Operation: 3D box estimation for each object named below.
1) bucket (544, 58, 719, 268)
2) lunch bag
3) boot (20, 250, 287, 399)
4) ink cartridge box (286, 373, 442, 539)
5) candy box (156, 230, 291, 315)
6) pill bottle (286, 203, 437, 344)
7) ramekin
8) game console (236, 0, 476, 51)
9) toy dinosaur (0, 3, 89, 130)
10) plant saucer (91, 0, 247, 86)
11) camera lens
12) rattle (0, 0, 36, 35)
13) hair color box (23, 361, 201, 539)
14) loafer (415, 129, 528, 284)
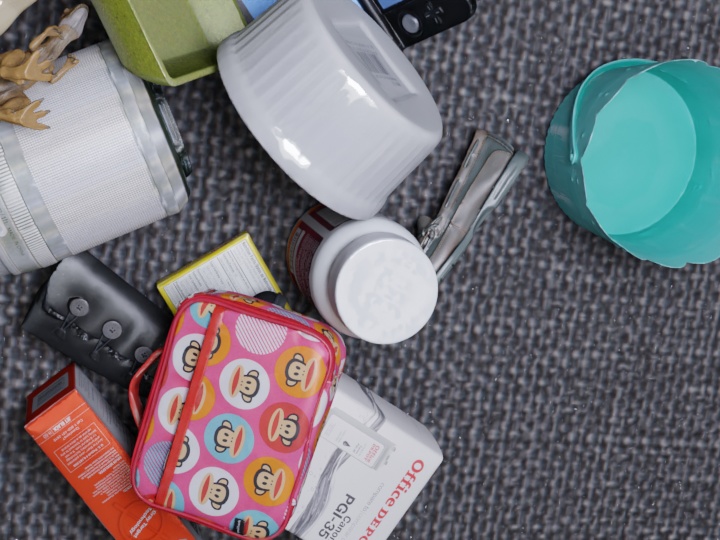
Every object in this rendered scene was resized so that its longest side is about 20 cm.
[{"bbox_3d":[0.286,-0.111,1.174,0.205,0.135,0.209,-3,102,-14],"label":"bucket"},{"bbox_3d":[-0.118,0.120,1.046,0.175,0.082,0.202,18,96,7],"label":"lunch bag"},{"bbox_3d":[-0.190,0.038,1.106,0.199,0.066,0.165,36,96,-6],"label":"boot"},{"bbox_3d":[-0.041,0.173,1.148,0.199,0.083,0.147,34,95,-16],"label":"ink cartridge box"},{"bbox_3d":[-0.107,0.072,1.168,0.102,0.026,0.201,-30,106,-6],"label":"candy box"},{"bbox_3d":[0.000,0.000,1.090,0.108,0.200,0.111,-3,102,-13],"label":"pill bottle"},{"bbox_3d":[-0.020,-0.152,1.024,0.098,0.201,0.200,-39,109,21],"label":"ramekin"},{"bbox_3d":[-0.024,-0.268,1.081,0.116,0.175,0.201,-46,110,-31],"label":"game console"},{"bbox_3d":[-0.289,-0.146,0.946,0.199,0.106,0.061,-32,126,-26],"label":"toy dinosaur"},{"bbox_3d":[-0.180,-0.251,1.003,0.048,0.200,0.201,-22,99,21],"label":"plant saucer"},{"bbox_3d":[-0.256,-0.096,1.029,0.199,0.160,0.161,-23,105,-9],"label":"camera lens"},{"bbox_3d":[-0.286,-0.212,1.030,0.201,0.129,0.143,-63,149,-17],"label":"rattle"},{"bbox_3d":[-0.231,0.191,1.122,0.061,0.101,0.201,-37,106,-5],"label":"hair color box"},{"bbox_3d":[0.086,-0.049,1.181,0.063,0.072,0.201,37,83,2],"label":"loafer"}]
